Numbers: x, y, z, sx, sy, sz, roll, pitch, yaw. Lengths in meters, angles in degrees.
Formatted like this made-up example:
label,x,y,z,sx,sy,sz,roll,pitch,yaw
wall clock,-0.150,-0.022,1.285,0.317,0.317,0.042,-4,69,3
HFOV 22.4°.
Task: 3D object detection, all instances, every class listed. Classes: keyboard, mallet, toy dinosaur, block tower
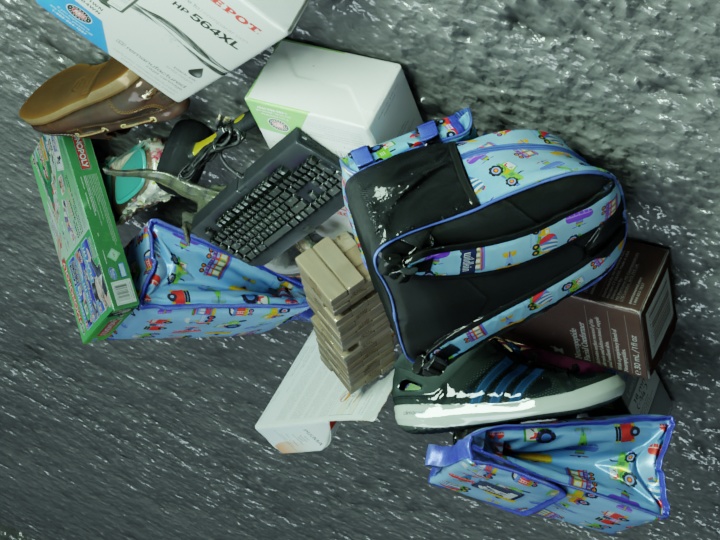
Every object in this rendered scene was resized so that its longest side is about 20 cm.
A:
label,x,y,z,sx,sy,sz,roll,pitch,yaw
keyboard,-0.090,-0.067,1.503,0.127,0.021,0.200,35,145,-14
mallet,-0.112,-0.129,1.591,0.041,0.066,0.200,32,141,-25
toy dinosaur,-0.125,-0.052,1.610,0.199,0.048,0.088,16,159,11
block tower,-0.010,0.040,1.609,0.058,0.054,0.200,51,167,24

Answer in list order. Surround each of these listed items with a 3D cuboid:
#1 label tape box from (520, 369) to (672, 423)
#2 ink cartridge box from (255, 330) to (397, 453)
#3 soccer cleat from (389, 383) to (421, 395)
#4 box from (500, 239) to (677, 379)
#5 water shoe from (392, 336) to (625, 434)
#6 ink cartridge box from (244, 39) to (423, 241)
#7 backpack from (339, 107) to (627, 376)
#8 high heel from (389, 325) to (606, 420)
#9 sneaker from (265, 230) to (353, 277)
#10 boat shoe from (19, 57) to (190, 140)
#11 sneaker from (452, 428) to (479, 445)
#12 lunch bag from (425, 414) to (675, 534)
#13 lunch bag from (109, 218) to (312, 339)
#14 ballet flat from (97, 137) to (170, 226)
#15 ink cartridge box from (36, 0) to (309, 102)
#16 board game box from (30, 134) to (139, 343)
label,x,y,z,sx,sy,sz,roll,pitch,yaw
label tape box,0.190,0.086,1.678,0.144,0.064,0.200,9,151,33
ink cartridge box,0.002,0.098,1.773,0.050,0.163,0.199,45,150,-26
soccer cleat,0.068,0.095,1.716,0.083,0.065,0.200,-12,-169,6
box,0.161,0.014,1.540,0.199,0.075,0.100,16,149,26
water shoe,0.123,0.090,1.545,0.199,0.079,0.072,-8,172,7
ink cartridge box,-0.004,-0.095,1.499,0.117,0.068,0.200,16,154,25
backpack,0.099,-0.037,1.409,0.199,0.135,0.183,-22,143,-2
high heel,0.122,0.053,1.607,0.199,0.068,0.096,24,126,5
sneaker,0.000,0.000,1.677,0.199,0.078,0.112,2,146,44
boat shoe,-0.230,-0.146,1.621,0.199,0.071,0.070,-5,138,50
sneaker,0.136,0.150,1.820,0.090,0.076,0.200,17,-173,-7
lunch bag,0.156,0.169,1.596,0.199,0.095,0.151,8,166,-8
lunch bag,-0.140,0.028,1.832,0.199,0.095,0.150,11,163,-19
ballet flat,-0.213,-0.081,1.751,0.064,0.076,0.200,0,176,-29
ink cartridge box,-0.135,-0.220,1.356,0.146,0.085,0.200,35,156,-19
board game box,-0.270,-0.041,1.764,0.029,0.201,0.135,-14,170,-23
